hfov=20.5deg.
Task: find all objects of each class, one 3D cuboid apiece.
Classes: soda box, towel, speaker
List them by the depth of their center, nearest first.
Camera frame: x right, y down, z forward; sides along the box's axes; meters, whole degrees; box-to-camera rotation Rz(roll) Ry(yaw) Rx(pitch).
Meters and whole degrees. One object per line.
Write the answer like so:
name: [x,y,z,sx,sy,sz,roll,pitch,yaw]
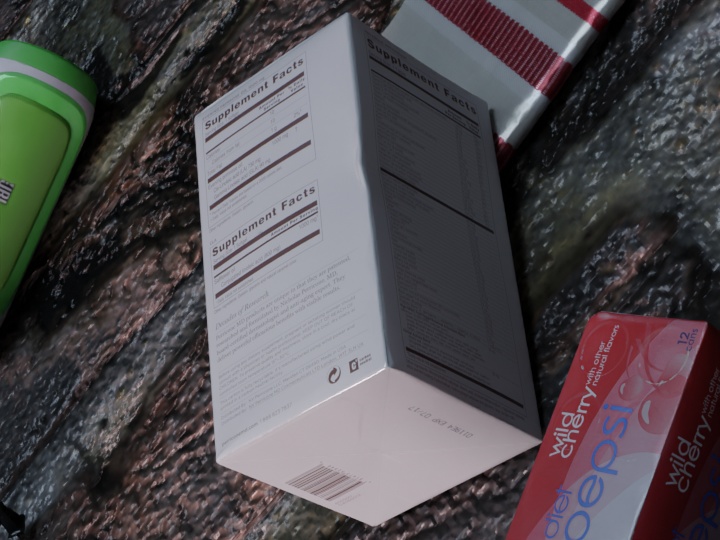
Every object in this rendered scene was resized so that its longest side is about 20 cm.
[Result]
soda box: [0.102,0.120,0.806,0.070,0.063,0.201,5,69,50]
towel: [0.065,-0.118,1.056,0.200,0.023,0.144,-54,39,9]
speaker: [-0.245,-0.047,1.307,0.088,0.088,0.201,6,69,51]

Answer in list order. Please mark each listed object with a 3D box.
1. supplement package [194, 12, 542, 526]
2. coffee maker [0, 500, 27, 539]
supplement package: [0.000,0.000,0.954,0.109,0.114,0.201,-30,49,32]
coffee maker: [-0.280,0.241,1.099,0.192,0.135,0.200,-41,40,20]
